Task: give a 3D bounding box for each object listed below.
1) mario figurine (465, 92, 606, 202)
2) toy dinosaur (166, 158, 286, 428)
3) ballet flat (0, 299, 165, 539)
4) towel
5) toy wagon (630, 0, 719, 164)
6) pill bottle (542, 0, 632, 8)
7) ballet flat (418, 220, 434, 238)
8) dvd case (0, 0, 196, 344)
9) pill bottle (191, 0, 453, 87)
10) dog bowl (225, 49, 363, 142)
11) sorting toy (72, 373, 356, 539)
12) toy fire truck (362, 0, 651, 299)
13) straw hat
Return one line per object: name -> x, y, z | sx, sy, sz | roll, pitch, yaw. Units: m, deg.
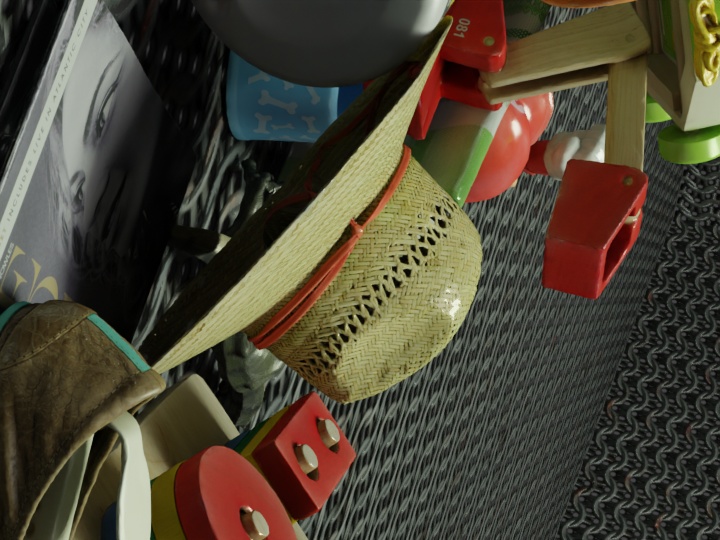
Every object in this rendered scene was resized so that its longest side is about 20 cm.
mario figurine -> 0.070, -0.099, 1.187 | 0.200, 0.123, 0.106 | -91, 177, -78
toy dinosaur -> -0.050, 0.005, 1.043 | 0.088, 0.047, 0.200 | -61, 161, -24
ballet flat -> -0.112, 0.108, 0.769 | 0.201, 0.072, 0.068 | -70, 167, 15
towel -> 0.030, -0.108, 1.099 | 0.031, 0.149, 0.200 | 39, 59, -28
toy wagon -> 0.144, -0.129, 1.017 | 0.200, 0.039, 0.156 | -113, -168, -68
pill bottle -> 0.078, -0.200, 0.818 | 0.106, 0.106, 0.201 | -54, 135, -58
ballet flat -> 0.015, -0.013, 1.267 | 0.200, 0.069, 0.070 | 82, 27, -64
dvd case -> -0.107, -0.006, 0.822 | 0.200, 0.016, 0.149 | 63, 44, -73
pill bottle -> 0.009, -0.165, 0.920 | 0.200, 0.111, 0.112 | -58, 161, -53
dog bowl -> -0.004, -0.140, 1.046 | 0.112, 0.049, 0.200 | 92, 17, -49
sorting toy -> -0.027, 0.143, 0.898 | 0.069, 0.200, 0.199 | -31, -175, 18
toy fire truck -> 0.077, -0.098, 1.006 | 0.049, 0.141, 0.201 | 84, 25, -63
straw hat -> 0.000, 0.000, 0.884 | 0.201, 0.085, 0.201 | -47, -172, 8
